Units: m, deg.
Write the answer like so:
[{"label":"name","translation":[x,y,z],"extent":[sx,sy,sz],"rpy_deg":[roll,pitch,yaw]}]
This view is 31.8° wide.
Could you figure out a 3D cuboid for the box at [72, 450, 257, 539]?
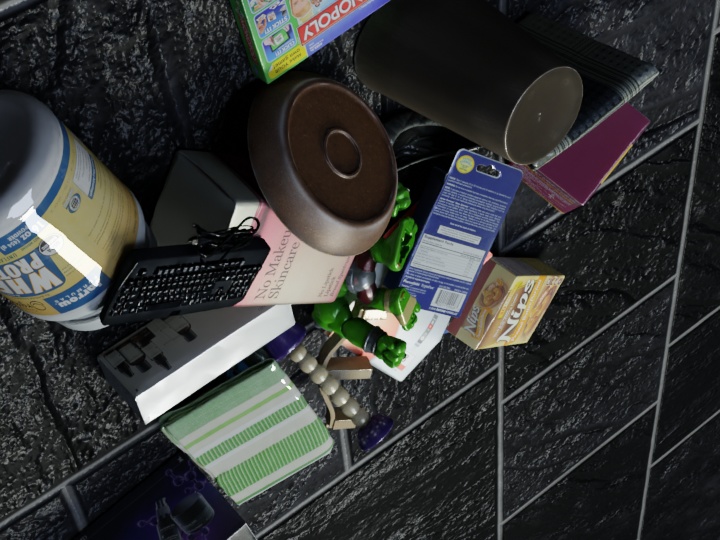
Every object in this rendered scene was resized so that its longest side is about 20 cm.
[{"label":"box","translation":[-0.238,0.332,1.477],"extent":[0.200,0.141,0.079],"rpy_deg":[-39,141,-15]}]

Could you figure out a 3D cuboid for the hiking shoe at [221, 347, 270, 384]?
[{"label":"hiking shoe","translation":[-0.137,0.156,1.485],"extent":[0.087,0.074,0.200],"rpy_deg":[-31,140,-23]}]

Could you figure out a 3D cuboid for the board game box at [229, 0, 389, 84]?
[{"label":"board game box","translation":[-0.036,-0.289,1.233],"extent":[0.200,0.029,0.135],"rpy_deg":[-38,142,-17]}]

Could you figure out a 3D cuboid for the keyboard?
[{"label":"keyboard","translation":[-0.145,0.006,1.153],"extent":[0.200,0.040,0.104],"rpy_deg":[-10,130,-58]}]

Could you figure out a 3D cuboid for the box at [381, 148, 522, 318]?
[{"label":"box","translation":[0.111,-0.046,1.520],"extent":[0.121,0.032,0.200],"rpy_deg":[15,105,-41]}]

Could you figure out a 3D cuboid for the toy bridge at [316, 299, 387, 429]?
[{"label":"toy bridge","translation":[-0.021,0.119,1.534],"extent":[0.067,0.027,0.200],"rpy_deg":[-1,128,-22]}]

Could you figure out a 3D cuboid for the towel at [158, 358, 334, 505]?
[{"label":"towel","translation":[-0.126,0.190,1.471],"extent":[0.152,0.023,0.200],"rpy_deg":[-29,137,3]}]

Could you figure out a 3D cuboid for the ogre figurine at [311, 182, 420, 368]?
[{"label":"ogre figurine","translation":[0.000,0.000,1.426],"extent":[0.098,0.120,0.201],"rpy_deg":[-47,137,-50]}]

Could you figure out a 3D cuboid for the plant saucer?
[{"label":"plant saucer","translation":[-0.028,-0.114,1.279],"extent":[0.034,0.201,0.200],"rpy_deg":[-21,166,41]}]

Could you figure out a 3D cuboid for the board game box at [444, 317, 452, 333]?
[{"label":"board game box","translation":[0.102,-0.002,1.636],"extent":[0.135,0.034,0.200],"rpy_deg":[-10,129,-42]}]

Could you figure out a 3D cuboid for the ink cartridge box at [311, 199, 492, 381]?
[{"label":"ink cartridge box","translation":[0.062,0.030,1.558],"extent":[0.200,0.050,0.162],"rpy_deg":[-45,132,12]}]

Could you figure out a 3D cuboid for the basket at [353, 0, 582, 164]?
[{"label":"basket","translation":[0.123,-0.207,1.333],"extent":[0.180,0.200,0.136],"rpy_deg":[-23,136,-32]}]

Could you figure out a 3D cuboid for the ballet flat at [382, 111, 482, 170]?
[{"label":"ballet flat","translation":[0.071,-0.148,1.451],"extent":[0.200,0.057,0.067],"rpy_deg":[-23,140,-32]}]

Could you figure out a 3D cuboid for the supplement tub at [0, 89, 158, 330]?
[{"label":"supplement tub","translation":[-0.276,-0.045,1.092],"extent":[0.145,0.145,0.200],"rpy_deg":[-46,144,-6]}]

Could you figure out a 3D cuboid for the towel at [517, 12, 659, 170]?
[{"label":"towel","translation":[0.198,-0.203,1.419],"extent":[0.192,0.200,0.035],"rpy_deg":[-39,137,-15]}]

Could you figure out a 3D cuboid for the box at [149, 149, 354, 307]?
[{"label":"box","translation":[-0.105,-0.042,1.311],"extent":[0.200,0.109,0.128],"rpy_deg":[-2,123,-47]}]

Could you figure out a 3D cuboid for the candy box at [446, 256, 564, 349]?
[{"label":"candy box","translation":[0.202,0.043,1.734],"extent":[0.116,0.055,0.200],"rpy_deg":[-62,157,14]}]

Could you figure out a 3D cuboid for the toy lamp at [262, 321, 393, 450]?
[{"label":"toy lamp","translation":[-0.047,0.126,1.480],"extent":[0.058,0.200,0.058],"rpy_deg":[-42,-171,8]}]

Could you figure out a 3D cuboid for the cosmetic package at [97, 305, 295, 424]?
[{"label":"cosmetic package","translation":[-0.175,0.074,1.363],"extent":[0.200,0.083,0.051],"rpy_deg":[-34,142,-22]}]

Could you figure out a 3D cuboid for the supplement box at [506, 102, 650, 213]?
[{"label":"supplement box","translation":[0.260,-0.154,1.539],"extent":[0.131,0.103,0.200],"rpy_deg":[-51,178,2]}]
